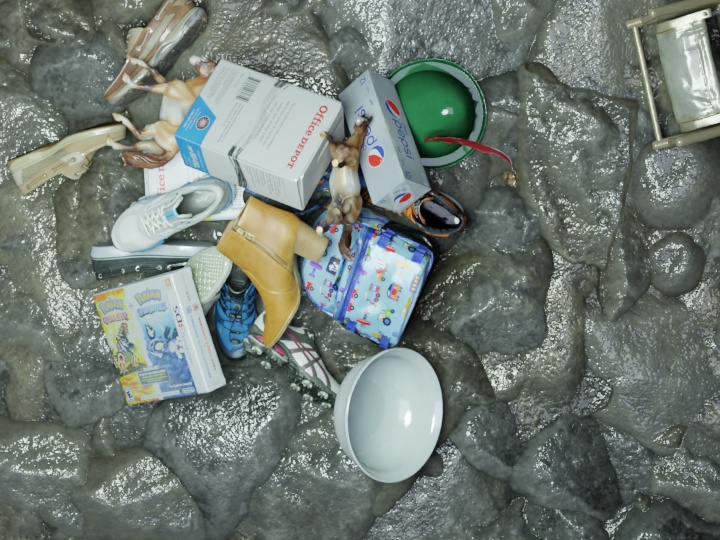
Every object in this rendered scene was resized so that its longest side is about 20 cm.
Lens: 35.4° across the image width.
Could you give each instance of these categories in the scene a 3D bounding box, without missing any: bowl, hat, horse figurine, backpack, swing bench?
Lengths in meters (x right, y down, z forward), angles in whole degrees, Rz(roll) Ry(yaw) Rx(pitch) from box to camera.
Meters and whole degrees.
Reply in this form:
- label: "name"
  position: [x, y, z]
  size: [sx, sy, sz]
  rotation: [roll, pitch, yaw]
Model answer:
- label: "bowl"
  position: [0.027, 0.214, 1.711]
  size: [0.199, 0.090, 0.205]
  rotation: [-3, 94, -41]
- label: "hat"
  position: [0.115, -0.229, 1.634]
  size: [0.196, 0.176, 0.169]
  rotation: [-1, 96, 2]
- label: "horse figurine"
  position: [-0.024, -0.118, 1.573]
  size: [0.049, 0.132, 0.204]
  rotation: [2, 98, 16]
- label: "horse figurine"
  position: [-0.287, -0.226, 1.623]
  size: [0.130, 0.050, 0.203]
  rotation: [16, 70, -12]
- label: "backpack"
  position: [0.000, 0.000, 1.683]
  size: [0.198, 0.135, 0.185]
  rotation: [26, 102, 6]
- label: "swing bench"
  position: [0.516, -0.298, 1.640]
  size: [0.197, 0.130, 0.202]
  rotation: [-14, 95, -2]

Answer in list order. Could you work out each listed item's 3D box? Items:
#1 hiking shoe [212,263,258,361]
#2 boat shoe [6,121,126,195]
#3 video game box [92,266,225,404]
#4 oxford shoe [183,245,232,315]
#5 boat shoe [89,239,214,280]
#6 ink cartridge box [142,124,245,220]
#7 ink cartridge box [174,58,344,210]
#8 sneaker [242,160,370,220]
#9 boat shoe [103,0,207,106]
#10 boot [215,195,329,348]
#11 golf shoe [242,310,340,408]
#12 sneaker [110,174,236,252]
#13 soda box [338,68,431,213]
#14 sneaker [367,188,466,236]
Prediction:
- label: "hiking shoe"
  position: [-0.194, 0.042, 1.721]
  size: [0.073, 0.087, 0.204]
  rotation: [3, 96, 2]
- label: "boat shoe"
  position: [-0.440, -0.173, 1.721]
  size: [0.197, 0.071, 0.065]
  rotation: [-19, 102, 12]
- label: "video game box"
  position: [-0.306, 0.102, 1.702]
  size: [0.198, 0.047, 0.185]
  rotation: [-13, 94, 40]
- label: "oxford shoe"
  position: [-0.243, 0.033, 1.706]
  size: [0.200, 0.057, 0.076]
  rotation: [-50, 53, 35]
- label: "boat shoe"
  position: [-0.318, -0.016, 1.734]
  size: [0.196, 0.069, 0.058]
  rotation: [-1, 100, 9]
- label: "ink cartridge box"
  position: [-0.221, -0.151, 1.703]
  size: [0.196, 0.083, 0.148]
  rotation: [-2, 96, 2]
- label: "ink cartridge box"
  position: [-0.139, -0.192, 1.592]
  size: [0.197, 0.085, 0.147]
  rotation: [22, 65, 14]
- label: "sneaker"
  position: [-0.080, -0.123, 1.655]
  size: [0.197, 0.076, 0.079]
  rotation: [-8, 60, -21]
- label: "boat shoe"
  position: [-0.318, -0.333, 1.698]
  size: [0.072, 0.076, 0.200]
  rotation: [44, 90, 4]
- label: "boot"
  position: [-0.147, 0.001, 1.631]
  size: [0.142, 0.071, 0.203]
  rotation: [24, 107, -9]
- label: "golf shoe"
  position: [-0.085, 0.137, 1.733]
  size: [0.199, 0.077, 0.089]
  rotation: [41, 61, -20]
- label: "sneaker"
  position: [-0.278, -0.084, 1.628]
  size: [0.198, 0.087, 0.076]
  rotation: [-27, 97, 7]
- label: "soda box"
  position: [0.034, -0.189, 1.643]
  size: [0.068, 0.063, 0.202]
  rotation: [-36, 58, 31]
- label: "sneaker"
  position: [0.071, -0.112, 1.682]
  size: [0.197, 0.112, 0.079]
  rotation: [22, 96, 0]
